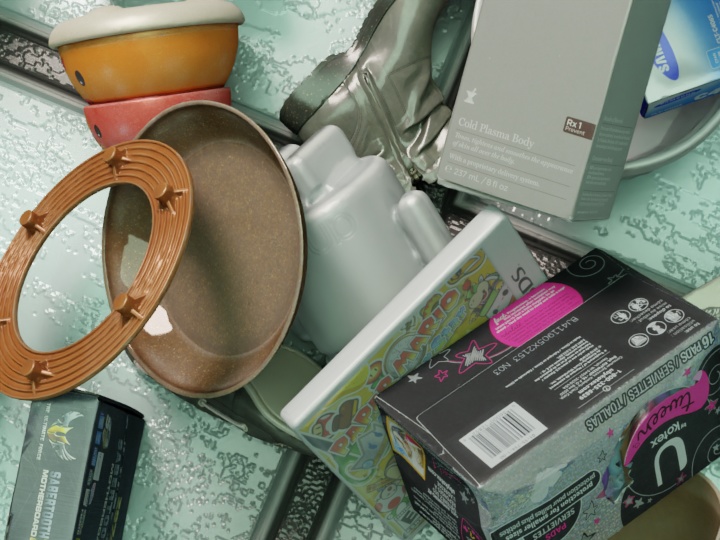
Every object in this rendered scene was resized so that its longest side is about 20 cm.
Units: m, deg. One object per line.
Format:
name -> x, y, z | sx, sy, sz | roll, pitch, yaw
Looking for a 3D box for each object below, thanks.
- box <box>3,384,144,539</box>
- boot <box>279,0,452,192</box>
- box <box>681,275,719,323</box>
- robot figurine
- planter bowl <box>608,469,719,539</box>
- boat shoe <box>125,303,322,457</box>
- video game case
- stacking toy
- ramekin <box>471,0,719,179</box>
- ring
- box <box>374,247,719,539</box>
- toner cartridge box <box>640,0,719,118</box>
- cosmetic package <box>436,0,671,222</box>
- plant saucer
box -> -0.203, 0.188, 1.115 | 0.050, 0.158, 0.202 | 9, 80, 4
boot -> 0.046, -0.138, 1.210 | 0.131, 0.068, 0.200 | 43, 93, 4
box -> 0.292, 0.099, 1.145 | 0.082, 0.068, 0.201 | -29, 79, -3
robot figurine -> 0.000, 0.000, 1.143 | 0.201, 0.169, 0.113 | 57, 45, -12
planter bowl -> 0.171, 0.241, 1.079 | 0.199, 0.200, 0.136 | -26, 108, -1
boat shoe -> -0.089, 0.082, 1.185 | 0.199, 0.057, 0.067 | 32, 50, 4
video game case -> 0.060, 0.077, 1.117 | 0.200, 0.182, 0.023 | -44, 46, -4
stacking toy -> -0.146, -0.095, 1.189 | 0.144, 0.146, 0.203 | -8, 95, 2
ramekin -> 0.179, -0.160, 1.178 | 0.198, 0.105, 0.203 | 0, 81, 3
ring -> -0.191, -0.006, 1.084 | 0.199, 0.019, 0.202 | -24, 46, 28
box -> 0.134, 0.101, 1.075 | 0.199, 0.116, 0.132 | -33, 37, -17
toner cartridge box -> 0.207, -0.217, 1.111 | 0.094, 0.043, 0.202 | -19, 80, 2
cosmetic package -> 0.133, -0.142, 1.059 | 0.106, 0.090, 0.202 | 17, 102, 26
plant saucer -> -0.101, -0.014, 1.106 | 0.199, 0.036, 0.203 | 1, 92, 40
